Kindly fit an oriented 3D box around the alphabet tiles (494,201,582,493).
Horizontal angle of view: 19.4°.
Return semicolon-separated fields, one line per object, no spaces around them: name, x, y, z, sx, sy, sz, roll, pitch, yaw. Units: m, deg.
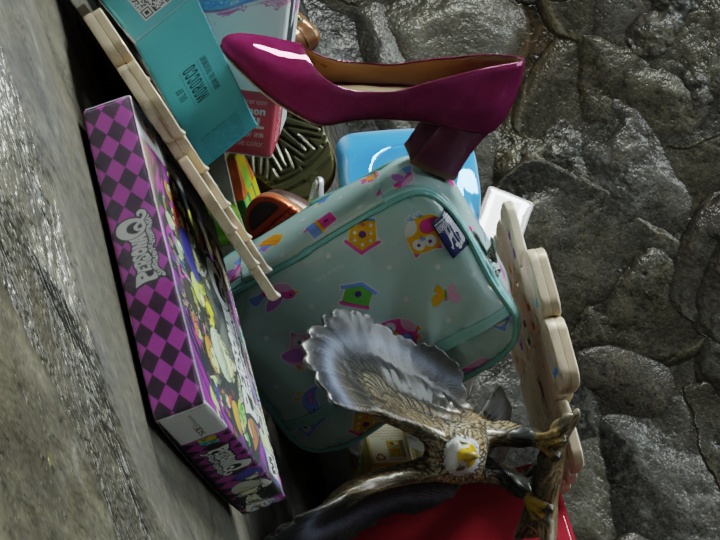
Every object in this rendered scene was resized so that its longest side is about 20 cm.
alphabet tiles;0.129;0.056;1.517;0.200;0.014;0.197;94;-17;-74

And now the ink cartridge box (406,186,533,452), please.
ink cartridge box;0.077;0.062;1.694;0.177;0.044;0.201;108;3;-57

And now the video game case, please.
video game case;-0.103;0.024;1.241;0.181;0.036;0.201;61;12;-64

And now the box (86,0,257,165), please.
box;-0.125;-0.145;1.345;0.082;0.049;0.200;50;-6;20

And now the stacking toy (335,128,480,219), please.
stacking toy;0.036;-0.009;1.676;0.201;0.109;0.117;92;-6;-48

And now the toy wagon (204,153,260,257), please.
toy wagon;-0.079;0.005;1.584;0.155;0.039;0.202;-84;155;-79

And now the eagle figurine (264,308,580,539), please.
eagle figurine;0.041;0.118;1.383;0.151;0.198;0.153;107;-11;-53

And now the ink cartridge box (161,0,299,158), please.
ink cartridge box;-0.086;-0.197;1.515;0.146;0.082;0.202;-80;178;-74

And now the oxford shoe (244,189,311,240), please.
oxford shoe;0.000;0.000;1.532;0.200;0.071;0.073;40;42;-18

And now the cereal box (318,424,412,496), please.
cereal box;-0.002;0.133;1.687;0.201;0.039;0.145;-104;-162;-46

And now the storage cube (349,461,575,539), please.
storage cube;0.081;0.269;1.477;0.172;0.198;0.181;78;-2;-48

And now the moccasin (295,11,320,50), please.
moccasin;-0.099;-0.219;1.762;0.201;0.077;0.074;35;-24;56

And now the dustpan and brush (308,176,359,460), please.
dustpan and brush;-0.025;0.025;1.592;0.140;0.057;0.202;-119;-144;-63

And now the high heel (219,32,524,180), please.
high heel;0.009;-0.136;1.375;0.199;0.096;0.068;21;24;-30

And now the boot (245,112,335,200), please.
boot;-0.062;-0.085;1.735;0.175;0.066;0.200;50;-6;27

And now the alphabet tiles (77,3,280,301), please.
alphabet tiles;-0.111;-0.075;1.300;0.196;0.015;0.200;55;-3;35

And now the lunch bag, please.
lunch bag;0.008;0.027;1.452;0.161;0.199;0.077;58;10;-22
